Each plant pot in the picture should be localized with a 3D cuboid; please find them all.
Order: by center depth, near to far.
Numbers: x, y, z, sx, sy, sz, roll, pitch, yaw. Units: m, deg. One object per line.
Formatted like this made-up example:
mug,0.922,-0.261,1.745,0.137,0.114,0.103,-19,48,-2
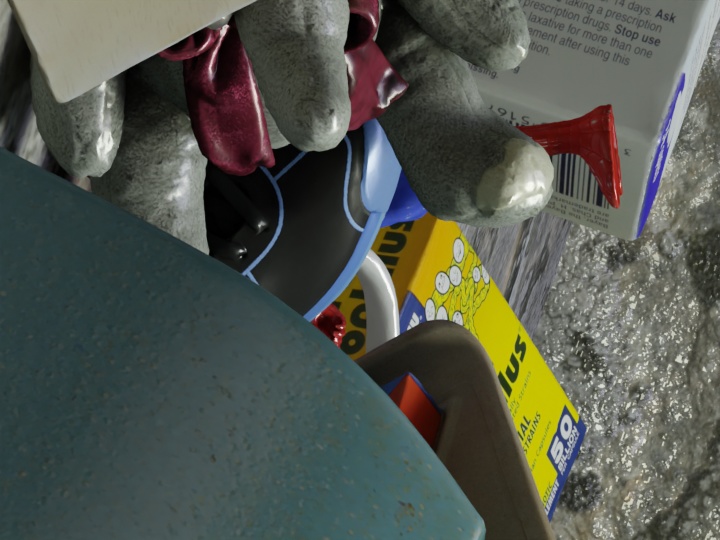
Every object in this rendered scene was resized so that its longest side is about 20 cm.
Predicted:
plant pot,-0.077,0.112,0.782,0.196,0.199,0.197,-62,168,-49

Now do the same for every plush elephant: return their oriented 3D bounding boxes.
plush elephant,-0.026,-0.088,0.828,0.155,0.163,0.202,144,-65,-84

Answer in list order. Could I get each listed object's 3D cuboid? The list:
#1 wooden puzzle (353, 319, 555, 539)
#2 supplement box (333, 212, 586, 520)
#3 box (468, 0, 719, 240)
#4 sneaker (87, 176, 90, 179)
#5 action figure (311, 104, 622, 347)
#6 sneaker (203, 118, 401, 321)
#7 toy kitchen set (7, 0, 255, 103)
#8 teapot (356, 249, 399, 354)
wooden puzzle,-0.021,0.122,0.928,0.046,0.184,0.201,51,14,-44
supplement box,0.014,0.063,1.292,0.200,0.109,0.109,54,50,-47
box,0.078,-0.144,1.250,0.105,0.183,0.201,86,25,-65
sneaker,-0.040,-0.075,1.008,0.200,0.077,0.073,-40,150,-58
action figure,0.000,0.000,1.010,0.065,0.198,0.100,-38,121,-80
sneaker,-0.062,0.007,0.937,0.200,0.070,0.078,-54,161,22
toy kitchen set,-0.081,-0.160,0.610,0.199,0.181,0.163,-29,159,-6
teapot,-0.056,0.112,1.092,0.146,0.197,0.201,41,29,-42
